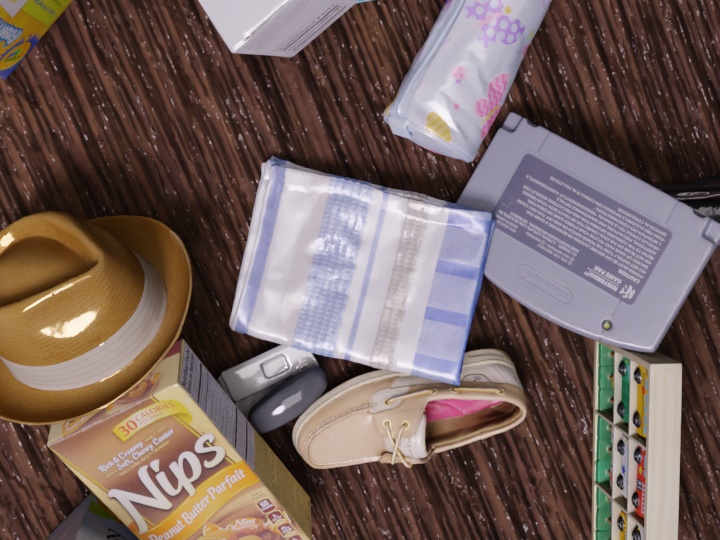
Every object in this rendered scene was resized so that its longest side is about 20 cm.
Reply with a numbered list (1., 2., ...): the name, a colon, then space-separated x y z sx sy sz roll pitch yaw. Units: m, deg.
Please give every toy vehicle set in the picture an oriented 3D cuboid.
1. toy vehicle set: 0.226 0.163 0.877 0.026 0.124 0.203 -1 96 -7

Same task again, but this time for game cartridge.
1. game cartridge: 0.174 -0.025 0.858 0.199 0.041 0.134 32 89 17

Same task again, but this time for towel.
1. towel: 0.000 0.000 0.854 0.198 0.024 0.149 14 87 4

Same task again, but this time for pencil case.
1. pencil case: 0.094 -0.187 0.837 0.083 0.090 0.202 28 95 30

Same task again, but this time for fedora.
1. fedora: -0.223 0.016 0.776 0.199 0.201 0.082 -32 140 -2

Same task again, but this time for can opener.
1. can opener: -0.121 0.119 0.858 0.198 0.067 0.054 -25 101 -3

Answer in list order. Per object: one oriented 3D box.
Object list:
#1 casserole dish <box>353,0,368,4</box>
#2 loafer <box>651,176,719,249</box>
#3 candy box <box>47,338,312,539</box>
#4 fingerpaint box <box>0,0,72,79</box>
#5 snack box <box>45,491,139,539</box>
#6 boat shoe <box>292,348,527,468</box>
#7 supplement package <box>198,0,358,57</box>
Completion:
1. casserole dish: 0.003 -0.268 0.813 0.198 0.039 0.123 -6 98 22
2. loafer: 0.261 -0.039 0.889 0.198 0.063 0.073 -15 98 -5
3. candy box: -0.133 0.158 0.819 0.114 0.056 0.201 -25 124 12
4. fingerpaint box: -0.245 -0.226 0.737 0.073 0.200 0.167 40 91 -8
5. snack box: -0.176 0.273 0.802 0.068 0.200 0.169 -44 100 0
6. boat shoe: 0.043 0.123 0.868 0.198 0.069 0.074 -19 125 -5
7. supplement package: -0.040 -0.276 0.747 0.199 0.111 0.157 -35 86 21
